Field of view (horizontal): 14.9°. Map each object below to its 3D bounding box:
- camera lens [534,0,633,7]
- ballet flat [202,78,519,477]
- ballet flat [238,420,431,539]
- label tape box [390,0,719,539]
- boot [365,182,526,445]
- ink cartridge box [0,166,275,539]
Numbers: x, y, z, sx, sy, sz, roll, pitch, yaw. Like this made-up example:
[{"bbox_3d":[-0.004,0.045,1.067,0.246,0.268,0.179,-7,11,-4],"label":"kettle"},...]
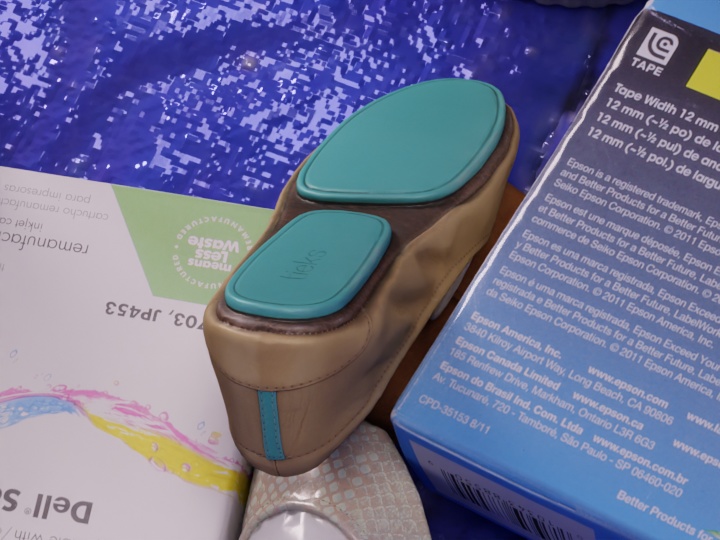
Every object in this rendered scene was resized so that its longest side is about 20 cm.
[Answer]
[{"bbox_3d":[0.079,-0.201,0.932,0.160,0.200,0.160,-1,65,1],"label":"camera lens"},{"bbox_3d":[0.000,0.000,0.869,0.069,0.063,0.200,7,27,21],"label":"ballet flat"},{"bbox_3d":[-0.008,0.134,0.825,0.067,0.062,0.200,-15,77,28],"label":"ballet flat"},{"bbox_3d":[0.123,0.005,0.848,0.143,0.066,0.200,25,70,24],"label":"label tape box"},{"bbox_3d":[0.108,0.020,0.918,0.200,0.069,0.188,33,76,25],"label":"boot"},{"bbox_3d":[-0.094,0.074,0.880,0.117,0.067,0.200,8,65,5],"label":"ink cartridge box"}]
